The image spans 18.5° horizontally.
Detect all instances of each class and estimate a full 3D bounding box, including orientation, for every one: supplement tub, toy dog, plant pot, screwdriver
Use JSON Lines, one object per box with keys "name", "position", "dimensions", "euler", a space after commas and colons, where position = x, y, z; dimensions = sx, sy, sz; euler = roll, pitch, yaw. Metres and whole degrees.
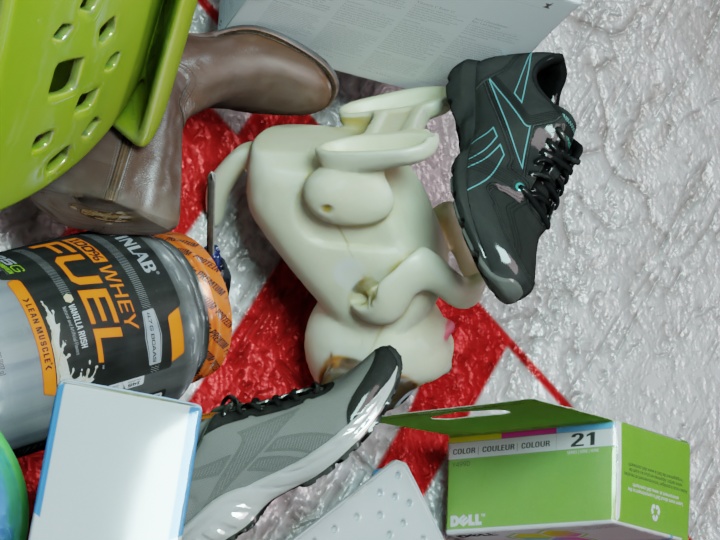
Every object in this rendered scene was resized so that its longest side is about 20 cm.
{"name": "supplement tub", "position": [-0.183, 0.042, 1.345], "dimensions": [0.199, 0.122, 0.123], "euler": [-17, 91, -41]}
{"name": "toy dog", "position": [0.000, 0.000, 1.487], "dimensions": [0.140, 0.193, 0.201], "euler": [-90, 168, -71]}
{"name": "plant pot", "position": [-0.203, -0.174, 1.283], "dimensions": [0.181, 0.200, 0.200], "euler": [-19, 49, -43]}
{"name": "screwdriver", "position": [-0.091, -0.019, 1.401], "dimensions": [0.029, 0.200, 0.028], "euler": [-18, 68, -17]}

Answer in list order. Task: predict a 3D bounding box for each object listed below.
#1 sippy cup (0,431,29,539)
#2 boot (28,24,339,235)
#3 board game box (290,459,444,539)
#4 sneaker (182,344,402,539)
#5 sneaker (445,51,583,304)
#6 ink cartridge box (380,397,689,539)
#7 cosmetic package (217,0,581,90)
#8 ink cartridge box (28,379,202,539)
{"name": "sippy cup", "position": [-0.274, 0.141, 1.239], "dimensions": [0.139, 0.130, 0.179], "euler": [30, 65, -28]}
{"name": "boot", "position": [-0.108, -0.082, 1.397], "dimensions": [0.185, 0.064, 0.201], "euler": [12, 39, -7]}
{"name": "board game box", "position": [0.001, 0.264, 1.514], "dimensions": [0.200, 0.026, 0.201], "euler": [-34, 103, -39]}
{"name": "sneaker", "position": [-0.059, 0.107, 1.422], "dimensions": [0.200, 0.074, 0.080], "euler": [-35, 94, -2]}
{"name": "sneaker", "position": [0.101, -0.069, 1.425], "dimensions": [0.076, 0.079, 0.201], "euler": [57, 24, -48]}
{"name": "ink cartridge box", "position": [0.116, 0.144, 1.531], "dimensions": [0.200, 0.147, 0.076], "euler": [18, 69, -49]}
{"name": "cosmetic package", "position": [0.024, -0.184, 1.463], "dimensions": [0.199, 0.151, 0.052], "euler": [13, 64, -22]}
{"name": "ink cartridge box", "position": [-0.147, 0.165, 1.259], "dimensions": [0.083, 0.200, 0.146], "euler": [9, 69, -6]}
